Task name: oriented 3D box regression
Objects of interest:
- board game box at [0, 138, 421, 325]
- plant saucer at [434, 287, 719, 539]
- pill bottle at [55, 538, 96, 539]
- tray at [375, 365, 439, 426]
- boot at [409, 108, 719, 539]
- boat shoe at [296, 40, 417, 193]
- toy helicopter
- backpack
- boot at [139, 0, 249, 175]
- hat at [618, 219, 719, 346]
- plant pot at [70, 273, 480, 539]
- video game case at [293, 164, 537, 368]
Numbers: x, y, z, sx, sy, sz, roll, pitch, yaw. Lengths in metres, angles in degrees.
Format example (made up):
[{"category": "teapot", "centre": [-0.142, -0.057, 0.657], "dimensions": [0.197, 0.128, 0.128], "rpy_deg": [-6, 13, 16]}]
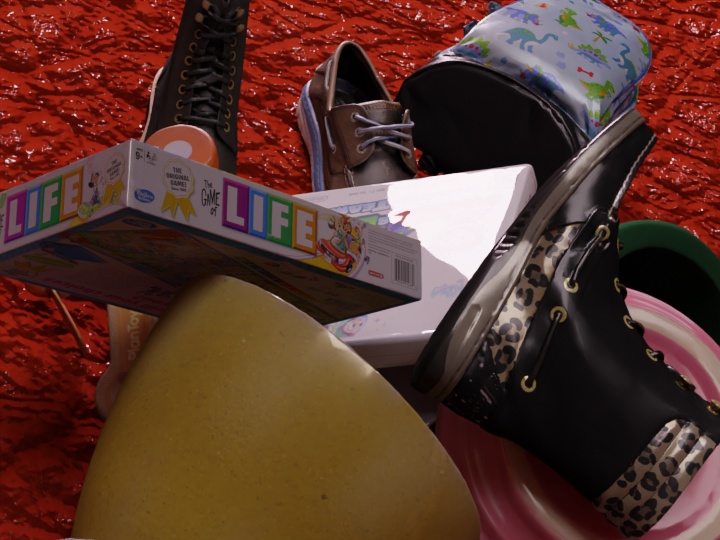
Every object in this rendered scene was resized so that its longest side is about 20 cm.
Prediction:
[{"category": "board game box", "centre": [-0.082, -0.009, 0.827], "dimensions": [0.199, 0.134, 0.035], "rpy_deg": [18, 65, -44]}, {"category": "plant saucer", "centre": [0.143, 0.097, 0.903], "dimensions": [0.198, 0.051, 0.203], "rpy_deg": [4, 68, -11]}, {"category": "pill bottle", "centre": [-0.127, 0.202, 0.629], "dimensions": [0.111, 0.201, 0.112], "rpy_deg": [14, 38, -11]}, {"category": "tray", "centre": [0.037, 0.049, 0.965], "dimensions": [0.199, 0.022, 0.107], "rpy_deg": [-31, 50, -20]}, {"category": "boot", "centre": [0.138, 0.028, 0.866], "dimensions": [0.153, 0.074, 0.204], "rpy_deg": [39, 69, 0]}, {"category": "boat shoe", "centre": [0.002, -0.088, 1.140], "dimensions": [0.072, 0.073, 0.201], "rpy_deg": [0, 44, -27]}, {"category": "toy helicopter", "centre": [-0.142, 0.011, 0.937], "dimensions": [0.131, 0.079, 0.202], "rpy_deg": [-6, 52, -1]}, {"category": "backpack", "centre": [0.140, -0.134, 1.227], "dimensions": [0.162, 0.155, 0.200], "rpy_deg": [33, 20, 19]}, {"category": "boot", "centre": [-0.106, -0.118, 1.068], "dimensions": [0.077, 0.139, 0.201], "rpy_deg": [7, 41, -19]}, {"category": "hat", "centre": [0.152, 0.055, 1.092], "dimensions": [0.165, 0.176, 0.202], "rpy_deg": [24, 70, -25]}, {"category": "plant pot", "centre": [-0.061, 0.124, 0.789], "dimensions": [0.199, 0.201, 0.142], "rpy_deg": [36, 65, 16]}, {"category": "video game case", "centre": [0.000, 0.000, 0.989], "dimensions": [0.198, 0.024, 0.183], "rpy_deg": [-6, 32, 21]}]
